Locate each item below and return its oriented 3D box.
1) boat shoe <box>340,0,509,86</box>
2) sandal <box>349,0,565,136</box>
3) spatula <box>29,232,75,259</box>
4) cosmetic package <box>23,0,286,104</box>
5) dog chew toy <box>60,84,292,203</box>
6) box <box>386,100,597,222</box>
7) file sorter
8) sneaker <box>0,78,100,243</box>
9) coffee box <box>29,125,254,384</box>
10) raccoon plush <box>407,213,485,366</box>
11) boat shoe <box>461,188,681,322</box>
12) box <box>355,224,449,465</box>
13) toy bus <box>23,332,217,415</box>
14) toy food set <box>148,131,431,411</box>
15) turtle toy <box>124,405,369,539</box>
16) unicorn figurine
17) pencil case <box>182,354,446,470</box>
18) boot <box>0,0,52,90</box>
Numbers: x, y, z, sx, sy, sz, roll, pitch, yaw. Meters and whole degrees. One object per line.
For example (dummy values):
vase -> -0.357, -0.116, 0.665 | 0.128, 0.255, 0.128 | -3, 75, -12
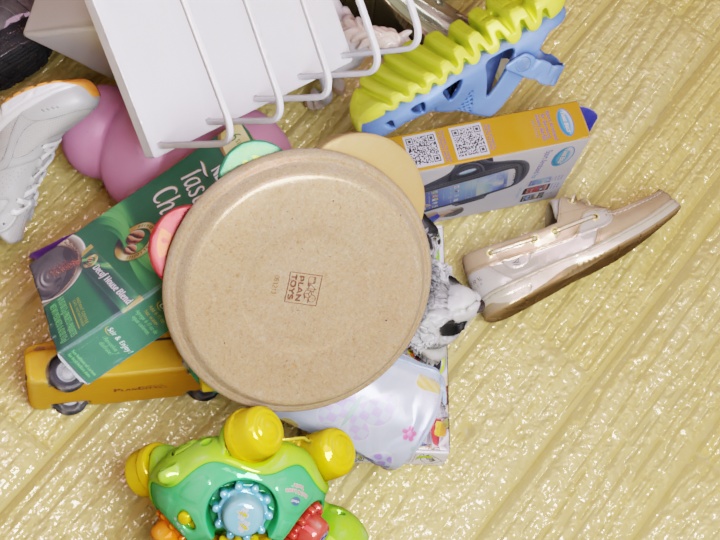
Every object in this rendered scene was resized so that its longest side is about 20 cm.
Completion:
boat shoe -> 0.048, -0.226, 1.429 | 0.200, 0.073, 0.063 | 35, 59, 5
sandal -> 0.086, -0.154, 1.278 | 0.200, 0.087, 0.080 | -28, 34, 1
spatula -> -0.190, 0.006, 1.258 | 0.056, 0.021, 0.200 | -30, 40, -28
cosmetic package -> -0.140, -0.253, 1.305 | 0.167, 0.166, 0.200 | 22, 80, -35
dog chew toy -> -0.155, -0.092, 1.316 | 0.200, 0.125, 0.125 | 22, 65, 11
box -> 0.103, -0.086, 1.345 | 0.200, 0.119, 0.042 | -10, 70, -12
file sorter -> -0.072, -0.185, 1.179 | 0.200, 0.124, 0.139 | -31, 110, -32
sneaker -> -0.275, -0.076, 1.286 | 0.200, 0.076, 0.092 | -33, 85, 20
coffee box -> -0.144, -0.016, 1.189 | 0.200, 0.044, 0.123 | -33, 40, 2
raccoon plush -> 0.000, 0.000, 1.269 | 0.200, 0.134, 0.097 | 24, 73, 21
boat shoe -> 0.176, -0.029, 1.355 | 0.200, 0.074, 0.069 | -26, 78, -17
box -> 0.015, 0.058, 1.315 | 0.110, 0.035, 0.200 | 2, 66, -7
toy bus -> -0.164, 0.061, 1.271 | 0.199, 0.065, 0.078 | -5, 67, -10
toy food set -> -0.046, 0.004, 1.124 | 0.197, 0.049, 0.200 | -8, 111, -14
turtle toy -> -0.072, 0.176, 1.184 | 0.200, 0.146, 0.101 | 22, 55, -42
unicorn figurine -> -0.022, -0.202, 1.368 | 0.074, 0.137, 0.200 | -38, 78, -26
pencil case -> -0.036, 0.073, 1.214 | 0.200, 0.083, 0.091 | 29, 94, -10
boot -> -0.279, -0.252, 1.397 | 0.200, 0.070, 0.132 | -30, 68, -24
